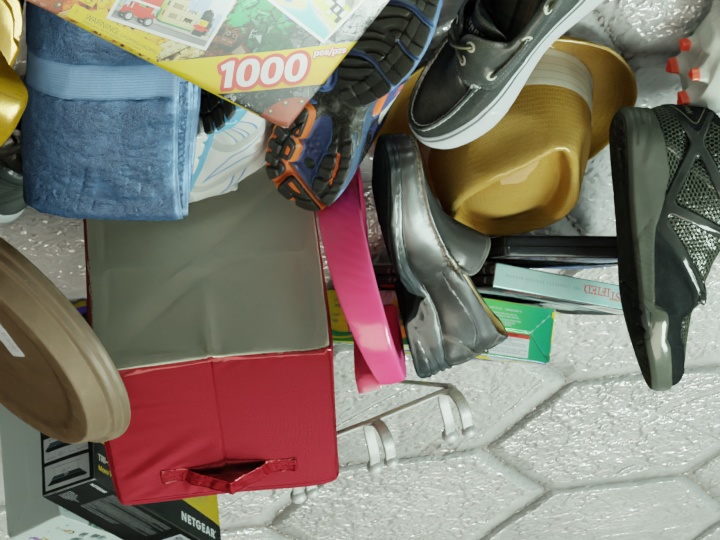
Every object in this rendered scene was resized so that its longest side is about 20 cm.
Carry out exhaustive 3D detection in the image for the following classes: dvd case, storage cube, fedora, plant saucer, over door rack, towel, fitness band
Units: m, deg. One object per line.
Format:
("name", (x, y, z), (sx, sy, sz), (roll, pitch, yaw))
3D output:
("dvd case", (0.106, 0.014, 1.454), (0.145, 0.022, 0.199), (10, 176, -29))
("dvd case", (0.143, -0.013, 1.422), (0.141, 0.018, 0.200), (1, 178, -14))
("storage cube", (-0.107, 0.045, 1.376), (0.169, 0.202, 0.181), (-6, 144, -3))
("fedora", (0.106, -0.082, 1.319), (0.198, 0.083, 0.201), (-7, 150, -4))
("plant saucer", (-0.235, 0.044, 1.264), (0.029, 0.200, 0.201), (-44, 163, -27))
("over door rack", (-0.003, 0.127, 1.528), (0.146, 0.067, 0.200), (-20, -165, -13))
("towel", (-0.153, -0.117, 1.170), (0.110, 0.049, 0.201), (0, 130, -13))
("fitness band", (0.000, 0.000, 1.325), (0.037, 0.200, 0.145), (-12, 113, 2))

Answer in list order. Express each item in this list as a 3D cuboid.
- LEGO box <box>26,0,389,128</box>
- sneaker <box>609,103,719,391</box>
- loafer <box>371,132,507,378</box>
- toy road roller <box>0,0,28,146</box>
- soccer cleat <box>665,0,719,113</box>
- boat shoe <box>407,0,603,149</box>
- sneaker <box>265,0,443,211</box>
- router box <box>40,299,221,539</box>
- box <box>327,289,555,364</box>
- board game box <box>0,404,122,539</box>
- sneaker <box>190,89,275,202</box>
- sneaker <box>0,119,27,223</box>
("LEGO box", (-0.079, -0.188, 1.049), (0.199, 0.077, 0.149), (23, 115, -42))
("sneaker", (0.233, -0.016, 1.299), (0.113, 0.202, 0.076), (-5, -169, -5))
("loafer", (0.053, -0.016, 1.297), (0.072, 0.073, 0.201), (-14, 133, 0))
("toy road roller", (-0.270, -0.096, 1.093), (0.122, 0.146, 0.201), (17, 111, -36))
("soccer cleat", (0.266, -0.167, 1.238), (0.077, 0.070, 0.200), (-5, 158, -15))
("boat shoe", (0.087, -0.155, 1.194), (0.056, 0.069, 0.200), (7, 137, -45))
("sneaker", (-0.001, -0.134, 1.227), (0.075, 0.079, 0.201), (34, 127, 1))
("router box", (-0.188, 0.137, 1.550), (0.052, 0.159, 0.200), (-19, 149, 19))
("box", (0.051, 0.043, 1.483), (0.116, 0.049, 0.200), (9, 177, -26))
("board game box", (-0.218, 0.180, 1.626), (0.064, 0.149, 0.200), (-26, 146, 25))
("sneaker", (-0.082, -0.108, 1.256), (0.086, 0.076, 0.200), (-5, 157, -29))
("sneaker", (-0.275, -0.092, 1.228), (0.199, 0.071, 0.099), (15, 142, -44))
